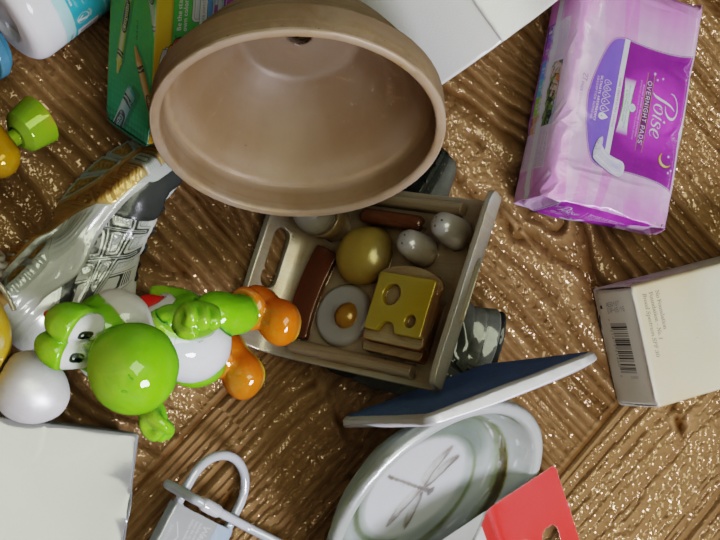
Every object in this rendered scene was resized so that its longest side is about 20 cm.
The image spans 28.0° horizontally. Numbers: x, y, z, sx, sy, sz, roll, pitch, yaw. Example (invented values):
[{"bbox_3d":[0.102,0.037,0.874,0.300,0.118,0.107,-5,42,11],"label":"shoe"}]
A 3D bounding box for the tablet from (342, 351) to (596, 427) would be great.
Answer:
[{"bbox_3d":[0.071,0.087,1.014,0.129,0.200,0.014,-19,90,-18],"label":"tablet"}]

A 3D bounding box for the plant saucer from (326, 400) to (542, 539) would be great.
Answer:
[{"bbox_3d":[0.046,0.168,1.089,0.199,0.050,0.201,-24,137,-25],"label":"plant saucer"}]

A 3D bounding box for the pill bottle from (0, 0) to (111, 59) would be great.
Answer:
[{"bbox_3d":[-0.191,-0.253,1.044,0.200,0.111,0.111,-42,99,-17],"label":"pill bottle"}]

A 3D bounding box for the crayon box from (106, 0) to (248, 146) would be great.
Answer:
[{"bbox_3d":[-0.113,-0.198,1.026,0.118,0.058,0.201,-17,126,-38],"label":"crayon box"}]

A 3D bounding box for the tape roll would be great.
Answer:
[{"bbox_3d":[0.061,-0.230,1.078,0.202,0.203,0.140,-38,97,-17],"label":"tape roll"}]

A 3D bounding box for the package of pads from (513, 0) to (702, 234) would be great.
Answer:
[{"bbox_3d":[0.205,-0.136,1.184,0.120,0.076,0.202,13,82,-15],"label":"package of pads"}]

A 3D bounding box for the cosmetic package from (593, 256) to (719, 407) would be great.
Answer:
[{"bbox_3d":[0.305,0.041,1.206,0.199,0.073,0.104,-14,92,-17],"label":"cosmetic package"}]

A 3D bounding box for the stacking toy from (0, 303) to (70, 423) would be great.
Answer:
[{"bbox_3d":[-0.283,0.041,0.960,0.199,0.146,0.147,28,78,-4],"label":"stacking toy"}]

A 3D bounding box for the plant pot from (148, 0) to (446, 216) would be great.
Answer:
[{"bbox_3d":[-0.042,-0.130,0.993,0.199,0.201,0.093,12,54,-17],"label":"plant pot"}]

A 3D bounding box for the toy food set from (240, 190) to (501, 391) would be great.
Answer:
[{"bbox_3d":[0.000,0.000,1.058,0.060,0.199,0.145,29,75,-48],"label":"toy food set"}]

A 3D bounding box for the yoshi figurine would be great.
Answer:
[{"bbox_3d":[-0.127,0.061,0.994,0.199,0.111,0.113,2,82,-50],"label":"yoshi figurine"}]

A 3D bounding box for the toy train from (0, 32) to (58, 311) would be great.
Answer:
[{"bbox_3d":[-0.259,-0.078,1.016,0.116,0.085,0.200,-37,86,-30],"label":"toy train"}]

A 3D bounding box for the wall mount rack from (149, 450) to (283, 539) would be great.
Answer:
[{"bbox_3d":[-0.102,0.244,1.062,0.174,0.074,0.201,37,75,-42],"label":"wall mount rack"}]

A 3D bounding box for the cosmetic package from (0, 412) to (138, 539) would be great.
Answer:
[{"bbox_3d":[-0.262,0.151,1.008,0.199,0.090,0.108,12,82,-20],"label":"cosmetic package"}]

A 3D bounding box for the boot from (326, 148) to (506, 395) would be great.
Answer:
[{"bbox_3d":[0.061,0.015,1.141,0.130,0.068,0.201,24,85,-22],"label":"boot"}]

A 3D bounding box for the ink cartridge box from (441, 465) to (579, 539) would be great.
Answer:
[{"bbox_3d":[0.103,0.270,1.111,0.199,0.050,0.162,-29,117,-16],"label":"ink cartridge box"}]

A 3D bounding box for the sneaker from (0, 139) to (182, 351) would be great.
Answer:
[{"bbox_3d":[-0.187,-0.017,1.060,0.200,0.076,0.088,-46,118,-14],"label":"sneaker"}]
